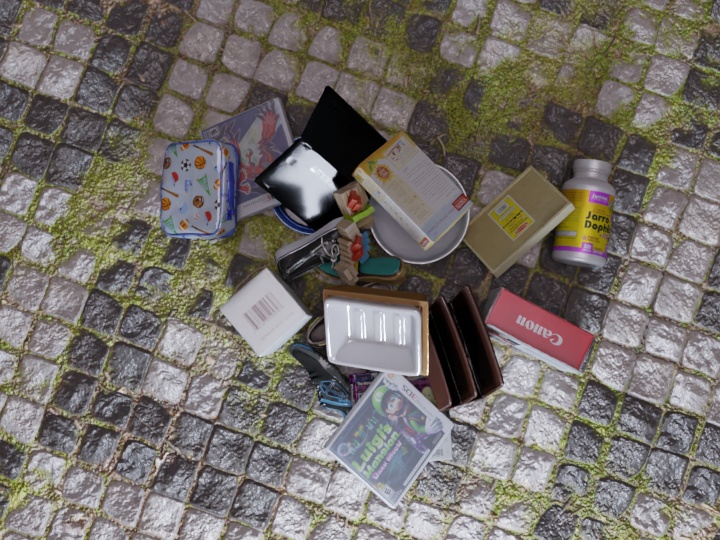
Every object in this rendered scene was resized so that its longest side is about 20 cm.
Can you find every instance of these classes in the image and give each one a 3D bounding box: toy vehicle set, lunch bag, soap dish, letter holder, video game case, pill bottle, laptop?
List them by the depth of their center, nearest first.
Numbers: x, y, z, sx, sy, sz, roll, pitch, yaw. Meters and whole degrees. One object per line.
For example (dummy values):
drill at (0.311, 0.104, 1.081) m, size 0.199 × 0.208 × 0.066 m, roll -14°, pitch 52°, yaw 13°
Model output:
soap dish at (0.033, 0.106, 1.538) m, size 0.199 × 0.081 × 0.158 m, roll 6°, pitch 118°, yaw 17°
video game case at (0.056, 0.309, 1.562) m, size 0.182 × 0.023 × 0.200 m, roll 43°, pitch 73°, yaw -13°
letter holder at (0.178, 0.145, 1.563) m, size 0.100 × 0.142 × 0.201 m, roll -14°, pitch 75°, yaw -15°
laptop at (-0.067, -0.205, 1.593) m, size 0.200 × 0.116 × 0.187 m, roll -38°, pitch 121°, yaw 22°
video game case at (0.079, 0.282, 1.605) m, size 0.199 × 0.036 × 0.183 m, roll -3°, pitch 87°, yaw -21°
toy vehicle set at (0.298, -0.096, 1.616) m, size 0.200 × 0.026 × 0.124 m, roll -42°, pitch 56°, yaw 7°
lunch bag at (-0.308, -0.153, 1.622) m, size 0.159 × 0.075 × 0.201 m, roll 1°, pitch 90°, yaw 24°
pill bottle at (0.437, -0.111, 1.623) m, size 0.104 × 0.104 × 0.201 m, roll 9°, pitch 87°, yaw 1°
video game case at (-0.210, -0.215, 1.641) m, size 0.181 × 0.023 × 0.201 m, roll -20°, pitch 81°, yaw 15°

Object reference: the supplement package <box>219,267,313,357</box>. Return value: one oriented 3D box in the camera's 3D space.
supplement package at (-0.171, 0.080, 1.568) m, size 0.117 × 0.200 × 0.117 m, roll -42°, pitch 87°, yaw -2°

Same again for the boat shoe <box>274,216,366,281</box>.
boat shoe at (-0.068, -0.040, 1.602) m, size 0.198 × 0.074 × 0.068 m, roll -23°, pitch 61°, yaw -1°

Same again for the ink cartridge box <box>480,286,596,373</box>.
ink cartridge box at (0.330, 0.113, 1.576) m, size 0.199 × 0.176 × 0.084 m, roll 27°, pitch 87°, yaw 1°

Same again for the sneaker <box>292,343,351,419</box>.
sneaker at (-0.064, 0.223, 1.623) m, size 0.200 × 0.073 × 0.082 m, roll 41°, pitch 87°, yaw 2°

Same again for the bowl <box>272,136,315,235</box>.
bowl at (-0.087, -0.169, 1.661) m, size 0.199 × 0.039 × 0.202 m, roll 0°, pitch 87°, yaw 1°

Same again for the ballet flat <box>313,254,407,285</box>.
ballet flat at (0.000, 0.000, 1.634) m, size 0.199 × 0.063 × 0.069 m, roll 10°, pitch 68°, yaw 27°

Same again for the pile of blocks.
pile of blocks at (-0.003, -0.066, 1.552) m, size 0.082 × 0.062 × 0.201 m, roll -7°, pitch 105°, yaw -26°

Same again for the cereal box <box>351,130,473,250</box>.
cereal box at (0.099, -0.151, 1.561) m, size 0.200 × 0.040 × 0.144 m, roll 47°, pitch 54°, yaw 2°

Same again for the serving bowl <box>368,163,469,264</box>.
serving bowl at (0.113, -0.111, 1.644) m, size 0.199 × 0.066 × 0.202 m, roll 0°, pitch 86°, yaw 1°

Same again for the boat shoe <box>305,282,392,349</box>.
boat shoe at (-0.021, 0.087, 1.637) m, size 0.199 × 0.060 × 0.072 m, roll -32°, pitch 87°, yaw -1°
